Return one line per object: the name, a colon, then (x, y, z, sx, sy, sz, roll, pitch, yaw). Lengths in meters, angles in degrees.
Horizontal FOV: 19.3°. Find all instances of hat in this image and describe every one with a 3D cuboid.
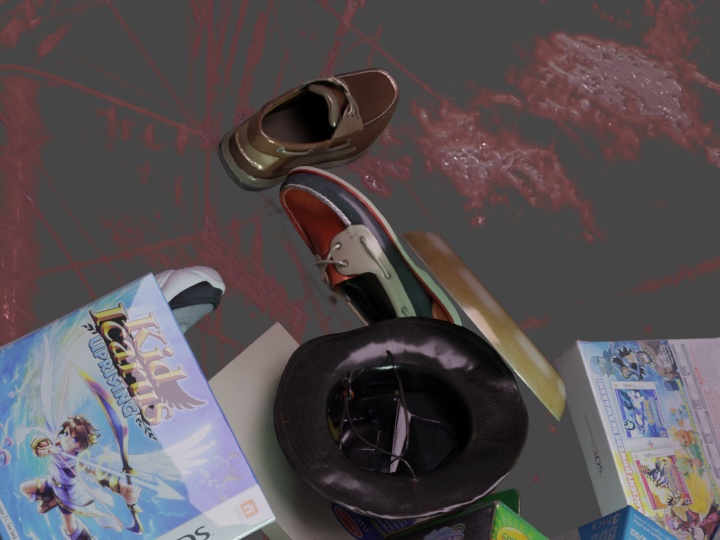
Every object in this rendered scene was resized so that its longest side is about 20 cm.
hat: (0.028, 0.132, 1.637, 0.198, 0.081, 0.202, 4, 49, -4)

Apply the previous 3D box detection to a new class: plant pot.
plant pot: (0.106, 0.039, 1.726, 0.027, 0.200, 0.200, -41, 87, 1)

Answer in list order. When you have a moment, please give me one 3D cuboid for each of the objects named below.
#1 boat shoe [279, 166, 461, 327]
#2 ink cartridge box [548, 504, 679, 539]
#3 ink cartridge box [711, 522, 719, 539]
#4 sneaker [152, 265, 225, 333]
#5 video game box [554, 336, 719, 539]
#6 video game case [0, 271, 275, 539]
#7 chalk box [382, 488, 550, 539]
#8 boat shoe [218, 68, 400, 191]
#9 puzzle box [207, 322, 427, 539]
boat shoe: (0.000, 0.000, 1.750, 0.200, 0.071, 0.063, 48, 51, -3)
ink cartridge box: (0.176, 0.295, 1.641, 0.068, 0.115, 0.201, 35, 49, -21)
ink cartridge box: (0.384, 0.282, 1.772, 0.200, 0.084, 0.147, 42, 59, -15)
sneaker: (-0.167, 0.079, 1.594, 0.199, 0.075, 0.114, -27, 79, -34)
video game box: (0.275, 0.157, 1.839, 0.181, 0.047, 0.202, 2, 62, -35)
video game case: (-0.184, 0.131, 1.502, 0.180, 0.045, 0.201, -27, 87, -15)
chalk box: (0.089, 0.261, 1.589, 0.124, 0.124, 0.201, 39, 47, -30)
boat shoe: (-0.031, -0.129, 1.803, 0.199, 0.072, 0.076, -33, 82, -41)
puzzle box: (-0.043, 0.152, 1.655, 0.200, 0.025, 0.133, 49, 48, 2)
